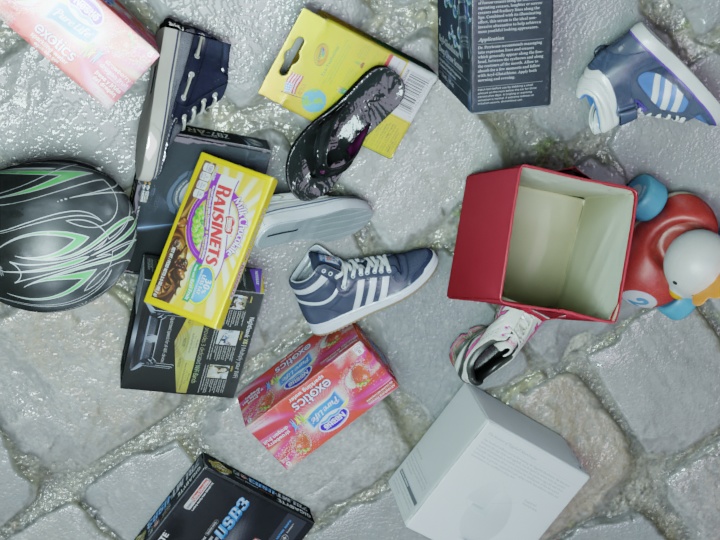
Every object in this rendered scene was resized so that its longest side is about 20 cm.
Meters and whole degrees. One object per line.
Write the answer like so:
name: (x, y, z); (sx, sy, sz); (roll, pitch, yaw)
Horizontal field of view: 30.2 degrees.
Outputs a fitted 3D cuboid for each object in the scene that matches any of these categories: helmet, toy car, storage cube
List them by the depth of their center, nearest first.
helmet: (-0.373, -0.042, 1.618); (0.190, 0.200, 0.200); (3, 117, 17)
storage cube: (0.235, -0.033, 1.743); (0.171, 0.180, 0.200); (10, 86, -18)
toy car: (0.439, -0.003, 1.821); (0.184, 0.200, 0.177); (32, 104, -24)

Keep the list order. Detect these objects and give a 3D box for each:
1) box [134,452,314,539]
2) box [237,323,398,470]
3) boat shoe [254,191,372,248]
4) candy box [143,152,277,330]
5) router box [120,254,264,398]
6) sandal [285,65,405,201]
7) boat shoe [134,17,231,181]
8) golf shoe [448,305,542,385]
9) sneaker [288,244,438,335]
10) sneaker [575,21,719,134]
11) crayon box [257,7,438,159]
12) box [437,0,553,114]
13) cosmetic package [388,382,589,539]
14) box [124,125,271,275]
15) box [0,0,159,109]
box: (-0.203, 0.388, 1.934); (0.198, 0.050, 0.200); (33, 103, -25)
box: (-0.060, 0.165, 1.837); (0.200, 0.095, 0.100); (-37, 118, 5)
boat shoe: (-0.070, -0.080, 1.724); (0.200, 0.067, 0.074); (-7, 145, -45)
candy box: (-0.184, -0.037, 1.641); (0.102, 0.026, 0.200); (20, 87, 10)
router box: (-0.224, 0.077, 1.752); (0.157, 0.052, 0.200); (8, 129, -16)
sandal: (-0.022, -0.170, 1.657); (0.075, 0.048, 0.200); (36, 98, -23)
boat shoe: (-0.213, -0.200, 1.618); (0.093, 0.075, 0.200); (11, 88, -21)
golf shoe: (0.214, 0.084, 1.869); (0.073, 0.092, 0.200); (39, 99, -24)
sneaker: (0.000, 0.000, 1.791); (0.200, 0.070, 0.109); (-28, 119, 4)
sneaker: (0.377, -0.224, 1.780); (0.200, 0.081, 0.146); (37, 110, -28)
crayon box: (-0.019, -0.241, 1.686); (0.200, 0.051, 0.127); (25, 106, -23)
box: (0.164, -0.313, 1.642); (0.107, 0.148, 0.200); (-7, 115, -11)
cosmetic package: (0.185, 0.304, 1.944); (0.199, 0.123, 0.200); (31, 105, -24)
box: (-0.215, -0.083, 1.716); (0.160, 0.044, 0.200); (10, 111, -17)
box: (-0.340, -0.296, 1.556); (0.095, 0.103, 0.200); (-45, 115, 9)
